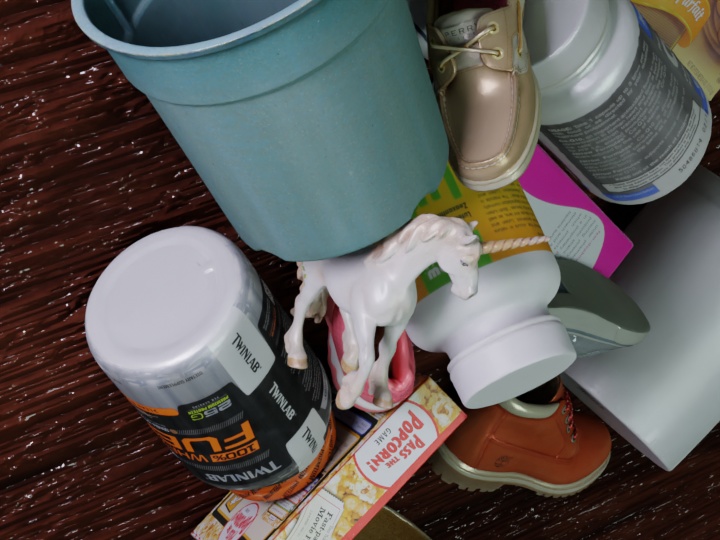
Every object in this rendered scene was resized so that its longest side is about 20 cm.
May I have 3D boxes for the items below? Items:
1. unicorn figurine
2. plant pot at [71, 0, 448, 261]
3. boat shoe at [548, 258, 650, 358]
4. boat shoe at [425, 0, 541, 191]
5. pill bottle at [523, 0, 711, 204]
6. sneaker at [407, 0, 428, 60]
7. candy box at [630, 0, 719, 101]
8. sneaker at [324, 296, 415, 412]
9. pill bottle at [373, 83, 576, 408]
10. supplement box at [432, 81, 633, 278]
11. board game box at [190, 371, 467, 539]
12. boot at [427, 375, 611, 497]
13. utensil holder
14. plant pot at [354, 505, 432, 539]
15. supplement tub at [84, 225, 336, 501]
[{"bbox_3d":[0.010,0.015,1.417,0.074,0.200,0.138,-3,110,-44],"label":"unicorn figurine"},{"bbox_3d":[-0.044,-0.124,1.357,0.200,0.200,0.196,-39,132,-15],"label":"plant pot"},{"bbox_3d":[0.131,0.037,1.628,0.200,0.070,0.072,8,131,-47],"label":"boat shoe"},{"bbox_3d":[0.071,-0.147,1.435,0.074,0.201,0.069,-14,148,19],"label":"boat shoe"},{"bbox_3d":[0.158,-0.136,1.559,0.114,0.114,0.200,-52,141,0],"label":"pill bottle"},{"bbox_3d":[0.023,-0.180,1.515,0.071,0.073,0.200,-16,158,18],"label":"sneaker"},{"bbox_3d":[0.234,-0.221,1.615,0.116,0.055,0.200,-52,140,-1],"label":"candy box"},{"bbox_3d":[0.000,0.000,1.542,0.074,0.087,0.201,-20,93,-13],"label":"sneaker"},{"bbox_3d":[0.066,-0.015,1.490,0.111,0.200,0.111,-22,164,-7],"label":"pill bottle"},{"bbox_3d":[0.104,-0.042,1.661,0.101,0.103,0.200,-51,140,-1],"label":"supplement box"},{"bbox_3d":[-0.027,0.151,1.644,0.200,0.151,0.046,-46,107,-6],"label":"board game box"},{"bbox_3d":[0.155,0.128,1.844,0.200,0.075,0.107,4,132,-45],"label":"boot"},{"bbox_3d":[0.260,0.039,1.826,0.200,0.170,0.170,-48,141,-3],"label":"utensil holder"},{"bbox_3d":[-0.021,0.311,1.765,0.200,0.187,0.186,-49,143,17],"label":"plant pot"},{"bbox_3d":[-0.096,0.070,1.535,0.123,0.122,0.200,-44,140,-9],"label":"supplement tub"}]
